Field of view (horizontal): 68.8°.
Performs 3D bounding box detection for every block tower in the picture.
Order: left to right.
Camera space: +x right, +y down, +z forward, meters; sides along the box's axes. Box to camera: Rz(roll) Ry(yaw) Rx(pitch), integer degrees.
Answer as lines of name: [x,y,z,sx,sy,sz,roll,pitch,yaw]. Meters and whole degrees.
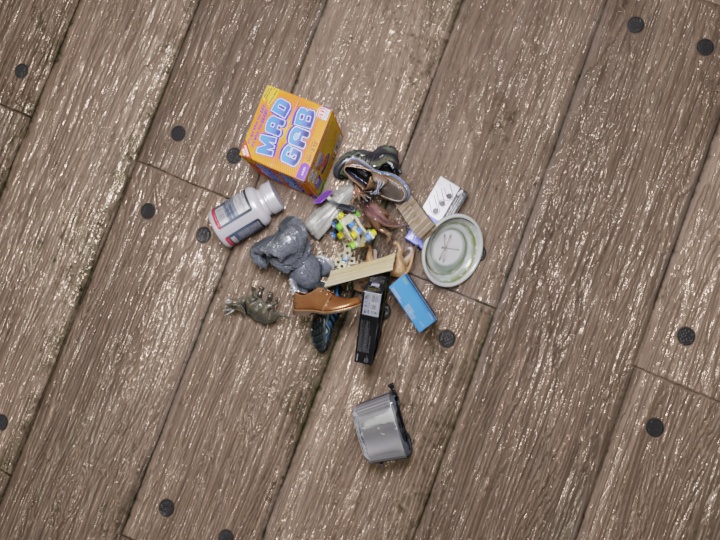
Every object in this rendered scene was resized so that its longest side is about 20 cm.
block tower: [0.144,-0.155,1.421,0.058,0.202,0.054,-42,121,14]

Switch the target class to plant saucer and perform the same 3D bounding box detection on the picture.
plant saucer: [0.243,-0.059,1.437,0.195,0.050,0.206,-8,111,-22]

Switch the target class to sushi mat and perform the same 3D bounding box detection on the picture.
sushi mat: [0.000,0.000,1.403,0.195,0.096,0.012,-15,114,15]

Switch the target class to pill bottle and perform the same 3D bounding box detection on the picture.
pill bottle: [-0.323,-0.166,1.506,0.197,0.120,0.122,-29,82,3]

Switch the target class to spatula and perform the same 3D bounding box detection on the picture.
spatula: [-0.068,-0.186,1.440,0.056,0.021,0.198,-44,40,-14]

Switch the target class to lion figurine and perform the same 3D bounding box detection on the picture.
lion figurine: [0.069,-0.009,1.458,0.195,0.072,0.126,-8,66,22]

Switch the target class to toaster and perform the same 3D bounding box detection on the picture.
toaster: [0.056,0.418,1.415,0.126,0.114,0.206,-18,85,7]

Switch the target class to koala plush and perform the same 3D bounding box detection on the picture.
koala plush: [-0.177,-0.026,1.463,0.177,0.183,0.202,-42,110,-20]

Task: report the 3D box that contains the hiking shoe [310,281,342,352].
hiking shoe: [-0.087,0.131,1.475,0.074,0.085,0.206,22,111,49]

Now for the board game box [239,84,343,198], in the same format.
board game box: [-0.184,-0.350,1.464,0.195,0.200,0.205,22,87,8]

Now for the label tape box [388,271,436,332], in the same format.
label tape box: [0.139,0.085,1.389,0.063,0.200,0.146,-35,82,5]

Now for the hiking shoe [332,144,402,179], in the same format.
hiking shoe: [0.017,-0.288,1.484,0.194,0.076,0.103,-16,54,5]

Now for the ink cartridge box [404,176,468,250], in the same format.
ink cartridge box: [0.214,-0.151,1.479,0.093,0.044,0.203,30,90,9]

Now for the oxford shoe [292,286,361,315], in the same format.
oxford shoe: [-0.089,0.078,1.383,0.194,0.071,0.074,-3,92,12]

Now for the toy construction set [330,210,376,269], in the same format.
toy construction set: [-0.029,-0.087,1.446,0.091,0.201,0.131,-35,75,-32]

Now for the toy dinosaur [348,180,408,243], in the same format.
toy dinosaur: [0.036,-0.158,1.437,0.086,0.136,0.199,-47,48,-10]

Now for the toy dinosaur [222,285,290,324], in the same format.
toy dinosaur: [-0.287,0.109,1.512,0.196,0.077,0.105,24,100,3]

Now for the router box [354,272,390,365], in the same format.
router box: [0.032,0.119,1.386,0.051,0.158,0.206,10,112,8]

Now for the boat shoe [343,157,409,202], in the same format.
boat shoe: [0.039,-0.234,1.421,0.196,0.072,0.074,27,119,11]

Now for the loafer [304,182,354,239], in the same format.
loafer: [-0.072,-0.174,1.510,0.199,0.070,0.070,-43,116,-4]
